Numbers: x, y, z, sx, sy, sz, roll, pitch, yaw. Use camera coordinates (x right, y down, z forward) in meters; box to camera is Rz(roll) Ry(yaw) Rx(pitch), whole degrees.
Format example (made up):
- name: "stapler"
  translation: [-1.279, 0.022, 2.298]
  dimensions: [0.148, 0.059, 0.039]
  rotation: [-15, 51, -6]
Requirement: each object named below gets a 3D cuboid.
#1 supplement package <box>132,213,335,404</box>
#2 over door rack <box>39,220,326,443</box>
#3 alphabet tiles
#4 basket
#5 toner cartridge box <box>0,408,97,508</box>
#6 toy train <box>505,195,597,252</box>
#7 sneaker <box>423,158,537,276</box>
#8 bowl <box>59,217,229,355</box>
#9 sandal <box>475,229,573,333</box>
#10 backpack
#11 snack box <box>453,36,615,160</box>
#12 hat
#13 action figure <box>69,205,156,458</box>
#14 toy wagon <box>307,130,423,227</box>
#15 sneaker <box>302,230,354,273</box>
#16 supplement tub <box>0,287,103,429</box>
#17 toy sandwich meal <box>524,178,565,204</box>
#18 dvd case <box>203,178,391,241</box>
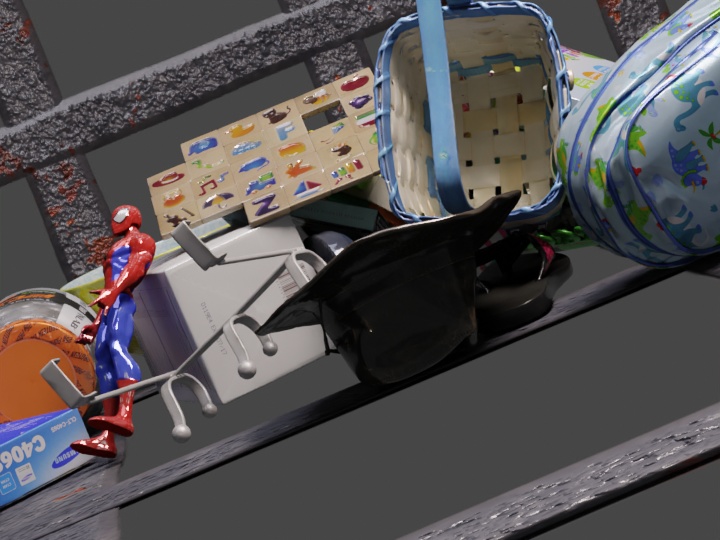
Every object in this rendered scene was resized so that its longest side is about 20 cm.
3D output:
- name: "supplement package"
  translation: [-0.108, 0.031, 1.740]
  dimensions: [0.109, 0.114, 0.200]
  rotation: [-25, 6, -17]
- name: "over door rack"
  translation: [-0.105, 0.047, 1.508]
  dimensions: [0.148, 0.067, 0.200]
  rotation: [-46, -21, 14]
- name: "alphabet tiles"
  translation: [-0.067, -0.085, 1.718]
  dimensions: [0.199, 0.008, 0.167]
  rotation: [-23, 31, 0]
- name: "basket"
  translation: [0.075, -0.113, 1.529]
  dimensions: [0.138, 0.177, 0.200]
  rotation: [-8, -12, 18]
- name: "toner cartridge box"
  translation: [-0.291, 0.151, 1.682]
  dimensions: [0.095, 0.043, 0.200]
  rotation: [-28, 8, -37]
- name: "toy train"
  translation: [0.174, -0.036, 1.597]
  dimensions: [0.056, 0.042, 0.200]
  rotation: [17, -12, -27]
- name: "sneaker"
  translation: [0.062, -0.036, 1.682]
  dimensions: [0.083, 0.121, 0.200]
  rotation: [-17, 8, 44]
- name: "bowl"
  translation: [-0.159, 0.027, 1.999]
  dimensions: [0.199, 0.108, 0.200]
  rotation: [-21, 6, 2]
- name: "sandal"
  translation: [0.106, 0.001, 1.552]
  dimensions: [0.075, 0.045, 0.200]
  rotation: [-21, 6, 9]
- name: "backpack"
  translation: [0.222, -0.089, 1.438]
  dimensions: [0.199, 0.164, 0.154]
  rotation: [-28, 20, 2]
- name: "snack box"
  translation: [0.185, -0.113, 1.699]
  dimensions: [0.199, 0.068, 0.169]
  rotation: [20, 20, 14]
- name: "hat"
  translation: [0.031, 0.027, 1.428]
  dimensions: [0.200, 0.081, 0.201]
  rotation: [-24, -10, -5]
- name: "action figure"
  translation: [-0.182, 0.036, 1.641]
  dimensions: [0.051, 0.201, 0.065]
  rotation: [15, -35, -13]
- name: "toy wagon"
  translation: [0.016, -0.056, 1.809]
  dimensions: [0.155, 0.040, 0.200]
  rotation: [20, -8, 40]
- name: "sneaker"
  translation: [0.000, 0.000, 1.726]
  dimensions: [0.082, 0.070, 0.200]
  rotation: [-19, -5, -8]
- name: "supplement tub"
  translation: [-0.266, 0.081, 1.837]
  dimensions: [0.122, 0.123, 0.200]
  rotation: [-23, 6, -5]
- name: "toy sandwich meal"
  translation: [0.173, -0.066, 1.853]
  dimensions: [0.204, 0.071, 0.205]
  rotation: [-14, 12, 3]
- name: "dvd case"
  translation: [-0.037, -0.031, 1.817]
  dimensions: [0.145, 0.022, 0.200]
  rotation: [11, -11, 13]
